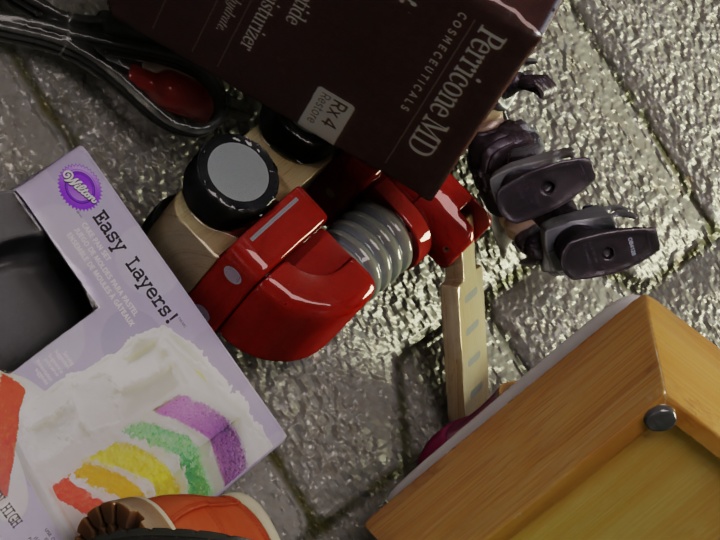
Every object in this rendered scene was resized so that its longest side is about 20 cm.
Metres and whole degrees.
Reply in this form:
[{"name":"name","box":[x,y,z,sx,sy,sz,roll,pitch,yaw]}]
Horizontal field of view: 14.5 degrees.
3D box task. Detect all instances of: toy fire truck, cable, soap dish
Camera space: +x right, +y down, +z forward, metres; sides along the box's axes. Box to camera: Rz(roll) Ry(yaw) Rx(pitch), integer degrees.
[{"name":"toy fire truck","box":[0.000,0.000,1.522,0.200,0.129,0.176,46,54,2]},{"name":"cable","box":[-0.146,-0.117,1.514,0.199,0.050,0.097,6,64,-20]},{"name":"soap dish","box":[0.127,0.120,1.483,0.157,0.200,0.081,36,23,-34]}]

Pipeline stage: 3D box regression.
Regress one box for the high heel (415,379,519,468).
[{"name":"high heel","box":[0.105,0.103,1.596,0.200,0.096,0.068,9,42,-49]}]

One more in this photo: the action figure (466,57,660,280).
[{"name":"action figure","box":[0.099,-0.049,1.565,0.069,0.200,0.130,-29,108,-1]}]

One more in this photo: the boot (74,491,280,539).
[{"name":"boot","box":[-0.054,0.197,1.371,0.107,0.075,0.200,-6,69,-52]}]

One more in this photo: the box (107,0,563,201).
[{"name":"box","box":[0.008,-0.179,1.439,0.200,0.166,0.164,30,55,-2]}]

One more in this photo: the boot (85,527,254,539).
[{"name":"boot","box":[-0.124,0.191,1.283,0.068,0.199,0.131,46,37,-67]}]

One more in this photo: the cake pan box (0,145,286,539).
[{"name":"cake pan box","box":[-0.160,0.058,1.426,0.184,0.052,0.200,-37,95,-39]}]
